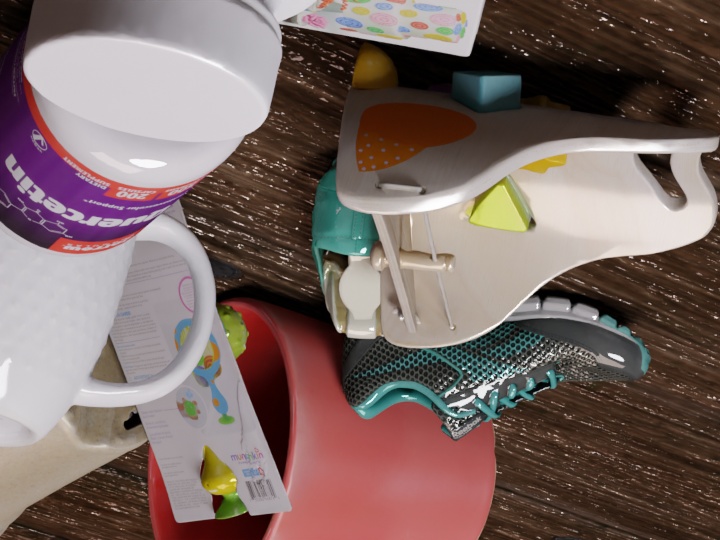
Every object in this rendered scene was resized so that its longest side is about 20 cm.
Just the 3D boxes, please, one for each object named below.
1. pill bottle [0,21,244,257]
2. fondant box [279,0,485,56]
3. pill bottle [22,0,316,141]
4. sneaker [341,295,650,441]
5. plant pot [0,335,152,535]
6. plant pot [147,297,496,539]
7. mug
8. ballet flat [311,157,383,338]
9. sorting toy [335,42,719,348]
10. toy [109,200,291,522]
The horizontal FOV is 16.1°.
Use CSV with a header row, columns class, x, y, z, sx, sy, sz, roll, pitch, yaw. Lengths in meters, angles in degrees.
class,x,y,z,sx,sy,sz,roll,pitch,yaw
pill bottle,-0.130,-0.073,1.256,0.112,0.113,0.200,16,160,-18
fondant box,-0.040,-0.157,1.053,0.199,0.059,0.144,11,161,0
pill bottle,-0.053,-0.151,0.855,0.110,0.201,0.111,9,161,3
sneaker,0.078,0.063,1.576,0.199,0.092,0.078,5,162,15
plant pot,-0.228,0.073,1.646,0.183,0.202,0.200,-19,147,36
plant pot,-0.020,0.125,1.686,0.176,0.202,0.200,9,164,-31
mug,-0.178,0.006,1.411,0.199,0.177,0.148,13,161,-10
ballet flat,0.000,0.000,1.466,0.067,0.071,0.200,7,161,6
sorting toy,0.089,-0.043,1.271,0.179,0.108,0.200,0,160,7
toy,-0.100,0.052,1.561,0.047,0.201,0.115,-22,-173,-41
